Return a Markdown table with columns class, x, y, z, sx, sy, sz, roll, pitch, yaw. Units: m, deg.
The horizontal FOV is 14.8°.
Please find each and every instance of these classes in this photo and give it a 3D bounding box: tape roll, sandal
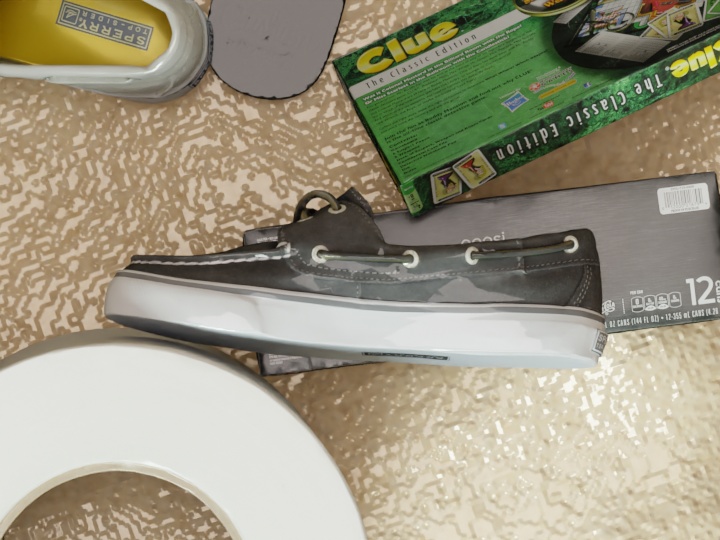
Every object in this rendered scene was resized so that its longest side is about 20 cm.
| class | x | y | z | sx | sy | sz | roll | pitch | yaw |
| --- | --- | --- | --- | --- | --- | --- | --- | --- | --- |
| tape roll | -0.099 | 0.125 | 1.125 | 0.202 | 0.139 | 0.203 | 0 | 92 | -5 |
| sandal | -0.018 | -0.171 | 1.185 | 0.075 | 0.045 | 0.200 | 13 | 89 | 1 |

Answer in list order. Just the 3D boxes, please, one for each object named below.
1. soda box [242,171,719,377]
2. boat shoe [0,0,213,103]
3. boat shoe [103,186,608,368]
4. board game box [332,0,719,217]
| class | x | y | z | sx | sy | sz | roll | pitch | yaw |
| --- | --- | --- | --- | --- | --- | --- | --- | --- | --- |
| soda box | 0.052 | 0.001 | 1.169 | 0.200 | 0.071 | 0.063 | -7 | 90 | -1 |
| boat shoe | -0.165 | -0.112 | 1.157 | 0.202 | 0.086 | 0.075 | 15 | 90 | 6 |
| boat shoe | 0.000 | 0.000 | 1.101 | 0.200 | 0.070 | 0.066 | 4 | 82 | 0 |
| board game box | 0.094 | -0.098 | 1.162 | 0.200 | 0.105 | 0.023 | -25 | 130 | 0 |
